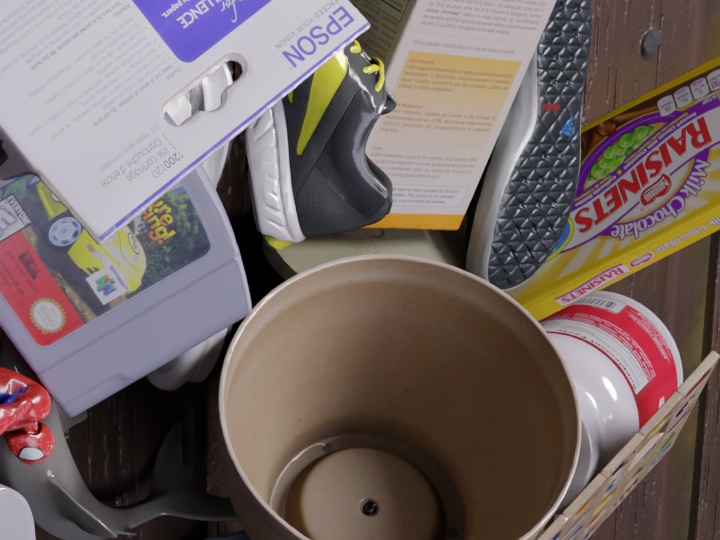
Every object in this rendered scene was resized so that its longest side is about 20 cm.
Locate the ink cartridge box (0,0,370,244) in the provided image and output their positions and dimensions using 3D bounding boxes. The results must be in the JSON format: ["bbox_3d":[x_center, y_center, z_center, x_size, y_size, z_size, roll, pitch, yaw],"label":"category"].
[{"bbox_3d":[-0.128,-0.137,1.455,0.198,0.200,0.043,-40,180,-28],"label":"ink cartridge box"}]

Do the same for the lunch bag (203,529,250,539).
[{"bbox_3d":[-0.089,0.270,1.771,0.200,0.127,0.170,-44,141,-35],"label":"lunch bag"}]

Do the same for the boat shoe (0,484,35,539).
[{"bbox_3d":[-0.235,0.203,1.604,0.072,0.066,0.200,10,100,-40],"label":"boat shoe"}]

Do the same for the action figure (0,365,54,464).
[{"bbox_3d":[-0.229,0.061,1.513,0.200,0.065,0.099,45,71,-42],"label":"action figure"}]

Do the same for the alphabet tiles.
[{"bbox_3d":[0.129,0.143,1.727,0.200,0.008,0.167,-45,168,-18],"label":"alphabet tiles"}]

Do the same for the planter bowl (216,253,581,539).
[{"bbox_3d":[0.012,0.111,1.665,0.200,0.200,0.135,-39,160,-29],"label":"planter bowl"}]

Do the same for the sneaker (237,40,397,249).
[{"bbox_3d":[-0.024,-0.113,1.622,0.074,0.084,0.200,-91,177,-75],"label":"sneaker"}]

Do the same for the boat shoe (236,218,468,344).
[{"bbox_3d":[-0.002,-0.002,1.767,0.201,0.074,0.063,-15,148,-52],"label":"boat shoe"}]

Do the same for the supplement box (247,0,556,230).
[{"bbox_3d":[0.032,-0.127,1.706,0.126,0.074,0.200,1,118,-50],"label":"supplement box"}]

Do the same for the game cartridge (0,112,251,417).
[{"bbox_3d":[-0.143,-0.028,1.530,0.133,0.041,0.200,-33,123,0],"label":"game cartridge"}]

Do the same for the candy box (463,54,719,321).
[{"bbox_3d":[0.158,-0.047,1.810,0.200,0.102,0.026,-28,147,19],"label":"candy box"}]

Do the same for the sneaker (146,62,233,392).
[{"bbox_3d":[-0.131,-0.024,1.606,0.115,0.076,0.201,-11,111,-36],"label":"sneaker"}]

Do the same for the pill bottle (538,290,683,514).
[{"bbox_3d":[0.126,0.085,1.838,0.200,0.112,0.112,-33,138,-68],"label":"pill bottle"}]

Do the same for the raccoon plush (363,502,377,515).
[{"bbox_3d":[0.056,0.140,1.829,0.097,0.200,0.134,43,76,-24],"label":"raccoon plush"}]

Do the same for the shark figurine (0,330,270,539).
[{"bbox_3d":[-0.148,0.125,1.649,0.128,0.089,0.214,-57,140,-6],"label":"shark figurine"}]

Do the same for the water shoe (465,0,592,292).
[{"bbox_3d":[0.088,-0.087,1.797,0.071,0.079,0.200,8,96,-46],"label":"water shoe"}]
